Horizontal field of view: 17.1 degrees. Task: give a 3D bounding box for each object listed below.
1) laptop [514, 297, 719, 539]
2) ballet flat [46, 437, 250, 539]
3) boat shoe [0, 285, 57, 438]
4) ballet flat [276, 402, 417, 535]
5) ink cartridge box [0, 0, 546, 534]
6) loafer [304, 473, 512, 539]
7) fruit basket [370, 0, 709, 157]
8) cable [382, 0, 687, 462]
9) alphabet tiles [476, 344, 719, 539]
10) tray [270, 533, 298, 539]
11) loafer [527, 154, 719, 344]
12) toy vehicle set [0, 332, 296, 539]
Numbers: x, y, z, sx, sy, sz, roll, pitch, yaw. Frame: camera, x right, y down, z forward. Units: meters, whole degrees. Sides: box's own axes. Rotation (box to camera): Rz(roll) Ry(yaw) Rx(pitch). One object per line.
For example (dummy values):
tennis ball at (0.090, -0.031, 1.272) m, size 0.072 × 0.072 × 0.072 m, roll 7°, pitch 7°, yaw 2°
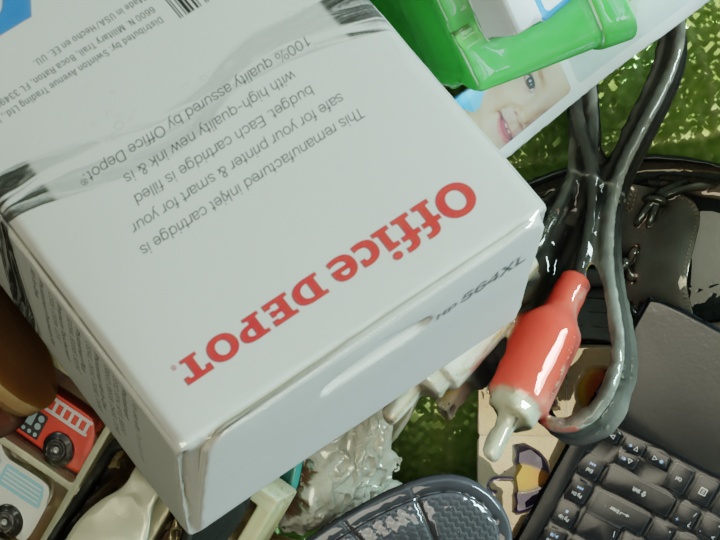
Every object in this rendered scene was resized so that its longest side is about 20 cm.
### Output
laptop at (0.134, 0.144, 0.845) m, size 0.176 × 0.103 × 0.201 m, roll 27°, pitch 102°, yaw -3°
ballet flat at (-0.107, 0.129, 0.838) m, size 0.068 × 0.068 × 0.201 m, roll 31°, pitch 101°, yaw 13°
boat shoe at (-0.190, -0.016, 0.845) m, size 0.070 × 0.070 × 0.200 m, roll -38°, pitch 92°, yaw 15°
ballet flat at (0.000, 0.000, 0.903) m, size 0.071 × 0.072 × 0.202 m, roll 10°, pitch 98°, yaw -1°
ink cartridge box at (-0.056, -0.036, 0.799) m, size 0.146 × 0.084 × 0.200 m, roll -32°, pitch 70°, yaw -17°
loafer at (-0.027, 0.148, 0.879) m, size 0.072 × 0.063 × 0.200 m, roll 43°, pitch 89°, yaw -11°
fruit basket at (0.079, -0.160, 0.834) m, size 0.199 × 0.094 × 0.186 m, roll -33°, pitch 115°, yaw -14°
cable at (0.076, -0.020, 0.859) m, size 0.097 × 0.050 × 0.201 m, roll 24°, pitch 77°, yaw 26°
alphabet tiles at (0.092, 0.128, 0.901) m, size 0.166 × 0.008 × 0.202 m, roll 1°, pitch 96°, yaw 1°
tray at (-0.024, 0.157, 0.925) m, size 0.199 × 0.037 × 0.099 m, roll 16°, pitch 96°, yaw 0°
loafer at (0.133, -0.007, 0.893) m, size 0.198 × 0.063 × 0.072 m, roll -2°, pitch 95°, yaw 0°
toy vehicle set at (-0.138, 0.081, 0.893) m, size 0.199 × 0.026 × 0.125 m, roll 32°, pitch 101°, yaw 11°
